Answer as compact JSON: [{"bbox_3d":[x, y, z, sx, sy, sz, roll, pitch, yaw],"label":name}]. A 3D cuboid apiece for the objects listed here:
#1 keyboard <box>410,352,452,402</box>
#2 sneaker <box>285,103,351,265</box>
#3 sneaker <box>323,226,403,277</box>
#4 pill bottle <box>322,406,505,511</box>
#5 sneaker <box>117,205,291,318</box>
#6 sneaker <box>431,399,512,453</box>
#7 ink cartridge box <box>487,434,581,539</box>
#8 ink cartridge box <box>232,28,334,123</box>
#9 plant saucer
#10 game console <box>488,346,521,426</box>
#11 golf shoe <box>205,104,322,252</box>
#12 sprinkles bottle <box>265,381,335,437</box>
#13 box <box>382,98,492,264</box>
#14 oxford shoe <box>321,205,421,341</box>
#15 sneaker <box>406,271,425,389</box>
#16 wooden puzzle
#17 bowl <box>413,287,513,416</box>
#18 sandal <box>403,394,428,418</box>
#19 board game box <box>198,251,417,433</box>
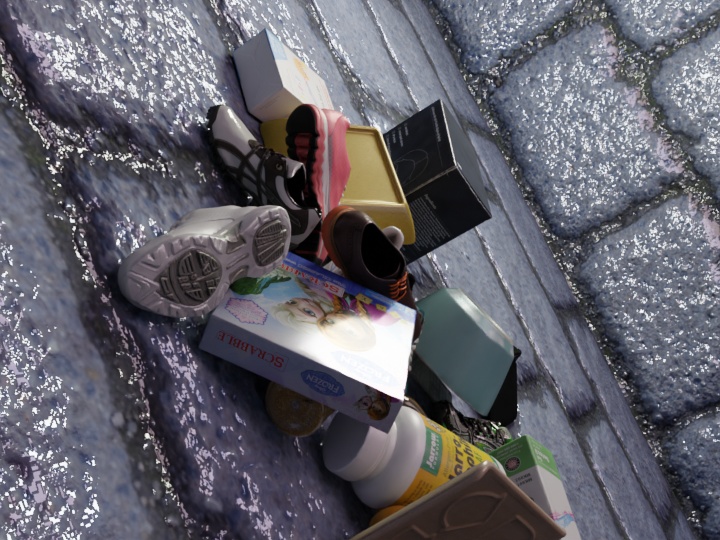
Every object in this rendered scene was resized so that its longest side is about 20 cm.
[{"bbox_3d":[0.083,0.142,1.282,0.201,0.011,0.057,50,23,-28],"label":"keyboard"},{"bbox_3d":[-0.042,-0.103,1.080,0.086,0.073,0.205,-9,107,-45],"label":"sneaker"},{"bbox_3d":[-0.011,0.003,1.054,0.075,0.087,0.200,45,46,-3],"label":"sneaker"},{"bbox_3d":[0.059,0.218,0.947,0.198,0.113,0.114,33,31,-26],"label":"pill bottle"},{"bbox_3d":[-0.159,-0.014,0.821,0.199,0.098,0.080,-24,120,-51],"label":"sneaker"},{"bbox_3d":[0.168,0.237,1.257,0.200,0.084,0.079,42,27,-42],"label":"sneaker"},{"bbox_3d":[0.197,0.337,1.102,0.087,0.144,0.203,37,30,-46],"label":"ink cartridge box"},{"bbox_3d":[-0.095,-0.250,1.285,0.199,0.067,0.117,31,35,-55],"label":"ink cartridge box"},{"bbox_3d":[-0.022,-0.133,1.196,0.197,0.049,0.203,0,58,-31],"label":"plant saucer"},{"bbox_3d":[0.214,0.180,1.544,0.175,0.118,0.199,35,12,19],"label":"game console"},{"bbox_3d":[-0.111,-0.122,1.039,0.203,0.094,0.078,62,21,6],"label":"golf shoe"},{"bbox_3d":[-0.033,0.112,0.939,0.069,0.068,0.200,60,23,-1],"label":"sprinkles bottle"},{"bbox_3d":[0.087,-0.135,1.391,0.124,0.195,0.202,46,25,-33],"label":"box"},{"bbox_3d":[0.025,0.017,0.997,0.072,0.071,0.201,17,-33,51],"label":"oxford shoe"},{"bbox_3d":[0.047,0.083,1.165,0.071,0.079,0.203,39,33,-40],"label":"sneaker"},{"bbox_3d":[0.092,0.266,0.884,0.200,0.184,0.047,43,21,-41],"label":"wooden puzzle"},{"bbox_3d":[0.147,0.102,1.266,0.200,0.105,0.201,43,5,-5],"label":"bowl"},{"bbox_3d":[0.091,0.237,1.062,0.201,0.081,0.055,53,6,-12],"label":"sandal"},{"bbox_3d":[-0.043,0.058,0.887,0.197,0.042,0.200,24,24,-3],"label":"board game box"}]
